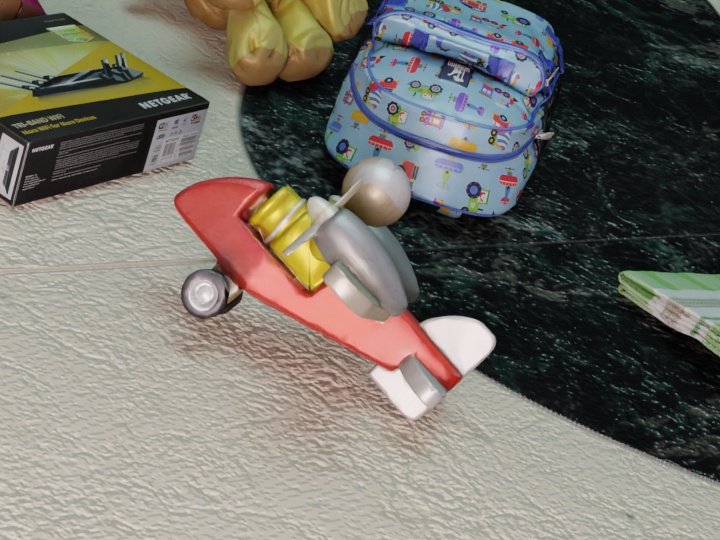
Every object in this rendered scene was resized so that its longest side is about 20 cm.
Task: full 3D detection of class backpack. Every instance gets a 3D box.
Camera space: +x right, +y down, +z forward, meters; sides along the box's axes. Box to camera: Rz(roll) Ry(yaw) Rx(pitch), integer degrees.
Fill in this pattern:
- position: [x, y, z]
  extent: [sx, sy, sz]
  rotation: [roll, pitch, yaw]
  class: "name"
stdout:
- position: [0.067, -0.133, 1.512]
  extent: [0.181, 0.135, 0.200]
  rotation: [21, 29, 4]
  class: "backpack"

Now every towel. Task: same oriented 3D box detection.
- position: [0.306, 0.051, 1.428]
  extent: [0.148, 0.031, 0.200]
  rotation: [3, 21, -36]
  class: "towel"

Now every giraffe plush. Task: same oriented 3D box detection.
- position: [-0.111, -0.263, 1.633]
  extent: [0.161, 0.202, 0.172]
  rotation: [4, 13, 42]
  class: "giraffe plush"

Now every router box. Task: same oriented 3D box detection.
- position: [-0.231, -0.121, 1.361]
  extent: [0.157, 0.053, 0.199]
  rotation: [32, 28, 23]
  class: "router box"

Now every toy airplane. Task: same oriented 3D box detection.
- position: [0.000, 0.000, 1.191]
  extent: [0.198, 0.142, 0.200]
  rotation: [24, 3, -41]
  class: "toy airplane"

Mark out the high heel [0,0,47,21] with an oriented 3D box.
- position: [-0.334, -0.215, 1.444]
  extent: [0.096, 0.068, 0.199]
  rotation: [25, 21, 35]
  class: "high heel"
